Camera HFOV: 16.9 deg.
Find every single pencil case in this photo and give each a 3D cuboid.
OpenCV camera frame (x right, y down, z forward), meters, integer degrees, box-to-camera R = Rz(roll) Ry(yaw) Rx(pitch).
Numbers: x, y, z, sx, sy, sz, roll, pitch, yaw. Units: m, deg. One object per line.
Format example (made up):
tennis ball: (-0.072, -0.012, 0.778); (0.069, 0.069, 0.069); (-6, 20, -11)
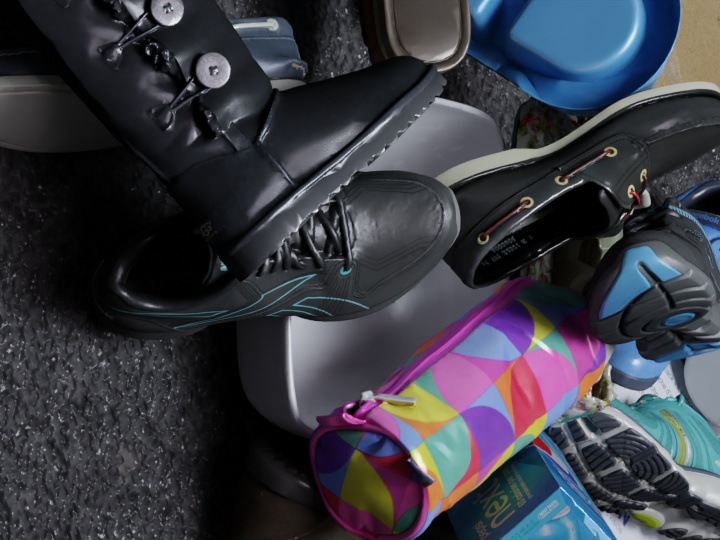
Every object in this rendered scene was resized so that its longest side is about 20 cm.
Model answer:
pencil case: (0.055, 0.073, 1.343); (0.200, 0.088, 0.089); (-34, 115, -46)

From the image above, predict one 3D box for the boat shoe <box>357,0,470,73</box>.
boat shoe: (0.023, -0.202, 1.364); (0.072, 0.068, 0.201); (8, 81, -17)

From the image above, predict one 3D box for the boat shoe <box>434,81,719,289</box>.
boat shoe: (0.130, -0.048, 1.379); (0.201, 0.063, 0.074); (-23, 151, -19)

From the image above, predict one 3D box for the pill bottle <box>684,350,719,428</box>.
pill bottle: (0.295, 0.019, 1.679); (0.115, 0.114, 0.200); (64, 35, -26)

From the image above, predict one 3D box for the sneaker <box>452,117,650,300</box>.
sneaker: (0.130, -0.019, 1.547); (0.090, 0.067, 0.200); (58, 47, -25)

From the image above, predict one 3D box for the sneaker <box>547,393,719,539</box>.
sneaker: (0.183, 0.116, 1.563); (0.200, 0.077, 0.080); (31, 47, -46)

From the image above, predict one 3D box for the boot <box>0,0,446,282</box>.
boot: (-0.071, -0.119, 1.204); (0.200, 0.066, 0.165); (48, 57, -3)

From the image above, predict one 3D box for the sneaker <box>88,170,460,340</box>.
sneaker: (-0.043, -0.006, 1.256); (0.079, 0.199, 0.076); (97, -22, -83)

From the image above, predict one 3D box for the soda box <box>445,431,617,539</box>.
soda box: (0.091, 0.135, 1.401); (0.068, 0.200, 0.064); (-42, 105, 4)

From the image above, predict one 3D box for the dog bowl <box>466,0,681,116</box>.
dog bowl: (0.099, -0.163, 1.432); (0.112, 0.200, 0.050); (-55, 160, -5)

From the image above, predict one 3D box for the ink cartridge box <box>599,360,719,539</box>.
ink cartridge box: (0.210, 0.126, 1.660); (0.200, 0.040, 0.200); (53, 52, -34)

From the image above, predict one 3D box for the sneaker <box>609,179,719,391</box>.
sneaker: (0.198, 0.002, 1.586); (0.066, 0.079, 0.200); (33, 37, 4)

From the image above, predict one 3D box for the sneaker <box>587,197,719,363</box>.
sneaker: (0.164, -0.001, 1.382); (0.200, 0.073, 0.082); (38, 39, -73)

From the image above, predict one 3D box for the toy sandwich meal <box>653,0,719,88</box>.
toy sandwich meal: (0.229, -0.187, 1.669); (0.205, 0.070, 0.206); (-8, 101, -49)

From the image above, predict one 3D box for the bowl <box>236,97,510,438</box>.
bowl: (0.000, 0.000, 1.394); (0.199, 0.074, 0.201); (3, 87, -49)

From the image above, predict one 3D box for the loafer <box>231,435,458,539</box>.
loafer: (-0.011, 0.148, 1.397); (0.200, 0.073, 0.072); (25, 102, -47)

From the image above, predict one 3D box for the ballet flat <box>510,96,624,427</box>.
ballet flat: (0.129, -0.006, 1.454); (0.075, 0.064, 0.201); (-6, 96, -47)

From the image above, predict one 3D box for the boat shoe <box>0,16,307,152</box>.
boat shoe: (-0.118, -0.104, 1.247); (0.199, 0.075, 0.062); (-5, 71, -25)
